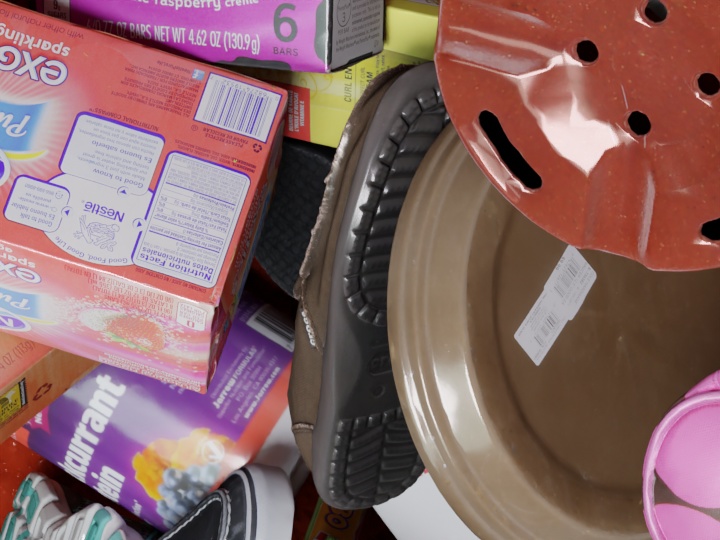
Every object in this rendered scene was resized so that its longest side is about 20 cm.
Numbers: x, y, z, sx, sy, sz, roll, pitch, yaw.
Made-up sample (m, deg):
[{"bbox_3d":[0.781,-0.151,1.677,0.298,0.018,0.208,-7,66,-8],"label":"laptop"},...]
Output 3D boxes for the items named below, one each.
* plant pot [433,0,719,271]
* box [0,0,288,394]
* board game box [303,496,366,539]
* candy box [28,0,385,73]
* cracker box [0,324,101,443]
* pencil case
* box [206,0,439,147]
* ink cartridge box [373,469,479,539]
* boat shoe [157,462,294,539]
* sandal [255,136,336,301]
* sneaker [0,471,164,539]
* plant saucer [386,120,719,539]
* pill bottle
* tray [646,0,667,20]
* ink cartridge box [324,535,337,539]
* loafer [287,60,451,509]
[{"bbox_3d":[0.127,-0.109,1.020,0.200,0.195,0.202,13,124,19],"label":"plant pot"},{"bbox_3d":[-0.138,-0.037,1.160,0.199,0.103,0.095,16,155,2],"label":"box"},{"bbox_3d":[-0.033,0.193,1.375,0.030,0.096,0.201,19,126,1],"label":"board game box"},{"bbox_3d":[-0.060,-0.184,1.146,0.136,0.061,0.201,7,105,22],"label":"candy box"},{"bbox_3d":[-0.176,-0.038,1.242,0.200,0.134,0.058,45,159,17],"label":"cracker box"},{"bbox_3d":[0.177,0.044,1.116,0.090,0.200,0.094,-1,109,25],"label":"pencil case"},{"bbox_3d":[-0.018,-0.094,1.220,0.199,0.050,0.076,14,123,18],"label":"box"},{"bbox_3d":[0.106,0.110,1.263,0.145,0.083,0.200,-28,104,36],"label":"ink cartridge box"},{"bbox_3d":[-0.095,0.159,1.234,0.068,0.072,0.200,19,120,-25],"label":"boat shoe"},{"bbox_3d":[0.023,-0.016,1.240,0.199,0.045,0.076,14,119,40],"label":"sandal"},{"bbox_3d":[-0.115,0.147,1.366,0.091,0.200,0.078,20,88,-22],"label":"sneaker"},{"bbox_3d":[0.092,0.021,1.142,0.029,0.200,0.201,-8,117,49],"label":"plant saucer"},{"bbox_3d":[-0.111,0.038,1.308,0.199,0.111,0.112,31,128,6],"label":"pill bottle"},{"bbox_3d":[0.155,-0.143,1.123,0.107,0.022,0.201,22,126,12],"label":"tray"},{"bbox_3d":[-0.044,0.232,1.231,0.076,0.148,0.200,32,109,-3],"label":"ink cartridge box"},{"bbox_3d":[0.000,0.000,1.181,0.071,0.073,0.201,44,130,44],"label":"loafer"}]
